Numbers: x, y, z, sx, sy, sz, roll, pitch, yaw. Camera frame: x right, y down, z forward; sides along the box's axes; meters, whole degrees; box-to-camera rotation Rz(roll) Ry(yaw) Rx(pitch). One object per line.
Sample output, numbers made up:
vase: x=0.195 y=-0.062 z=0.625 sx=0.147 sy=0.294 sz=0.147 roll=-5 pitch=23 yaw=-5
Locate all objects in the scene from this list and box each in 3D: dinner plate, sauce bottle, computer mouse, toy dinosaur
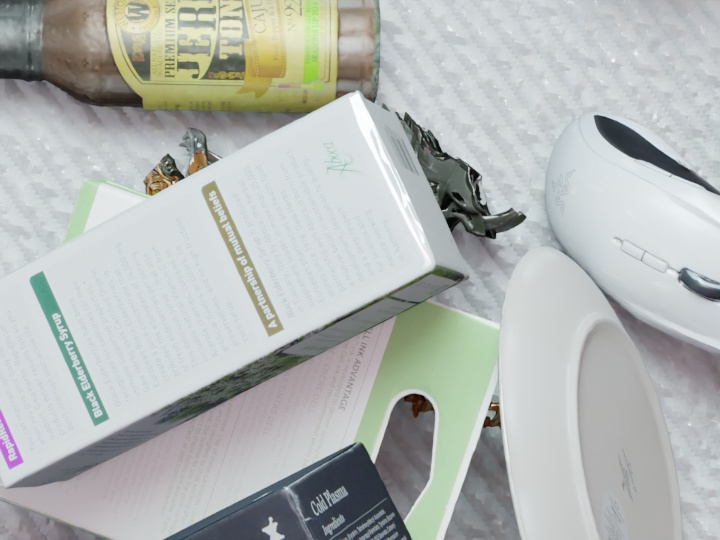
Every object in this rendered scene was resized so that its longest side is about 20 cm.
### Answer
dinner plate: x=0.105 y=0.086 z=1.019 sx=0.024 sy=0.200 sz=0.201 roll=-13 pitch=82 yaw=24
sauce bottle: x=-0.091 y=-0.103 z=1.092 sx=0.200 sy=0.065 sz=0.065 roll=-1 pitch=82 yaw=-5
computer mouse: x=0.144 y=0.000 z=1.057 sx=0.200 sy=0.044 sz=0.110 roll=38 pitch=123 yaw=34
toy dinosaur: x=0.000 y=0.000 z=1.086 sx=0.200 sy=0.102 sz=0.136 roll=38 pitch=95 yaw=-17

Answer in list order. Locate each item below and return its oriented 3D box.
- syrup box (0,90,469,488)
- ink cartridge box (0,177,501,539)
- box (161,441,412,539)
syrup box: x=-0.065 y=0.011 z=0.967 sx=0.200 sy=0.079 sz=0.082 roll=-26 pitch=81 yaw=10
ink cartridge box: x=-0.047 y=0.059 z=1.024 sx=0.200 sy=0.048 sz=0.146 roll=19 pitch=90 yaw=11
box: x=-0.053 y=0.196 z=0.951 sx=0.200 sy=0.104 sz=0.182 roll=-27 pitch=89 yaw=17
